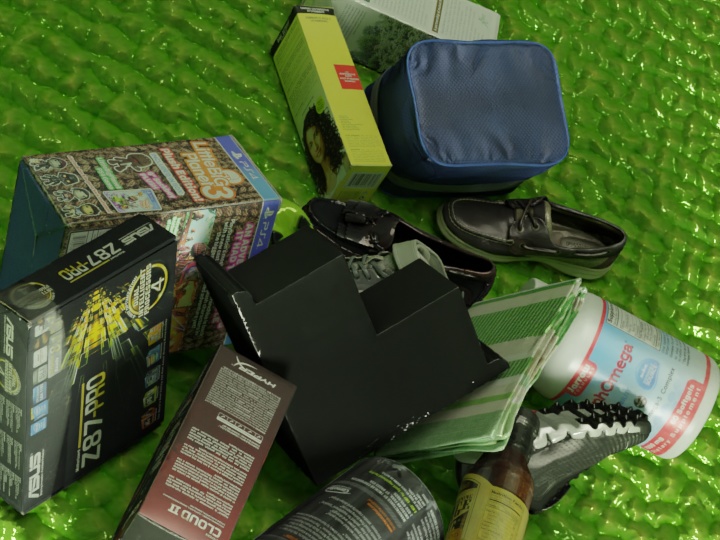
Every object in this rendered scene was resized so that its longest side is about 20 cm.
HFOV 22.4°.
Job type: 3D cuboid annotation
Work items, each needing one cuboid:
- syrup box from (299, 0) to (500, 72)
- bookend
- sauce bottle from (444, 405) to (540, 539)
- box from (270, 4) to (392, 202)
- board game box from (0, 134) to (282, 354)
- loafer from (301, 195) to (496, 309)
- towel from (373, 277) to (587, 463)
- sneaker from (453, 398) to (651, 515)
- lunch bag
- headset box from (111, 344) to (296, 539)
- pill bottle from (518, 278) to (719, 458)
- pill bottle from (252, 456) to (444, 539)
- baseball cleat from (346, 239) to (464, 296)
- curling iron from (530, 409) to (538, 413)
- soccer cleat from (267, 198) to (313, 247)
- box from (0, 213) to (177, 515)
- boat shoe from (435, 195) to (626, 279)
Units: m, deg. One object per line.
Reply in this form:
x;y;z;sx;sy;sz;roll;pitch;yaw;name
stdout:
0.038;-0.259;1.902;0.199;0.079;0.082;23;48;-11;syrup box
-0.006;0.038;1.521;0.198;0.201;0.092;-30;30;-13;bookend
0.109;0.202;1.514;0.066;0.066;0.201;27;48;-7;sauce bottle
-0.031;-0.163;1.796;0.050;0.075;0.201;-1;55;-29;box
-0.188;-0.015;1.524;0.199;0.160;0.097;-8;42;-34;board game box
0.038;-0.027;1.736;0.199;0.063;0.072;26;47;-9;loafer
0.109;0.090;1.610;0.023;0.152;0.200;52;49;-23;towel
0.171;0.173;1.642;0.199;0.091;0.066;-9;19;-21;sneaker
0.107;-0.149;1.818;0.199;0.132;0.137;-1;76;-26;lunch bag
-0.138;0.182;1.422;0.075;0.149;0.201;29;46;-6;headset box
0.232;0.089;1.723;0.199;0.109;0.109;27;47;-7;pill bottle
-0.031;0.240;1.464;0.106;0.106;0.200;48;48;12;pill bottle
0.000;0.000;1.665;0.199;0.107;0.070;20;36;-20;baseball cleat
0.109;0.135;1.676;0.199;0.026;0.050;18;46;-16;curling iron
-0.055;0.028;1.602;0.067;0.081;0.201;-21;110;-19;soccer cleat
-0.219;0.073;1.426;0.049;0.201;0.161;32;42;27;box
0.174;-0.044;1.822;0.199;0.065;0.072;15;51;-17;boat shoe
